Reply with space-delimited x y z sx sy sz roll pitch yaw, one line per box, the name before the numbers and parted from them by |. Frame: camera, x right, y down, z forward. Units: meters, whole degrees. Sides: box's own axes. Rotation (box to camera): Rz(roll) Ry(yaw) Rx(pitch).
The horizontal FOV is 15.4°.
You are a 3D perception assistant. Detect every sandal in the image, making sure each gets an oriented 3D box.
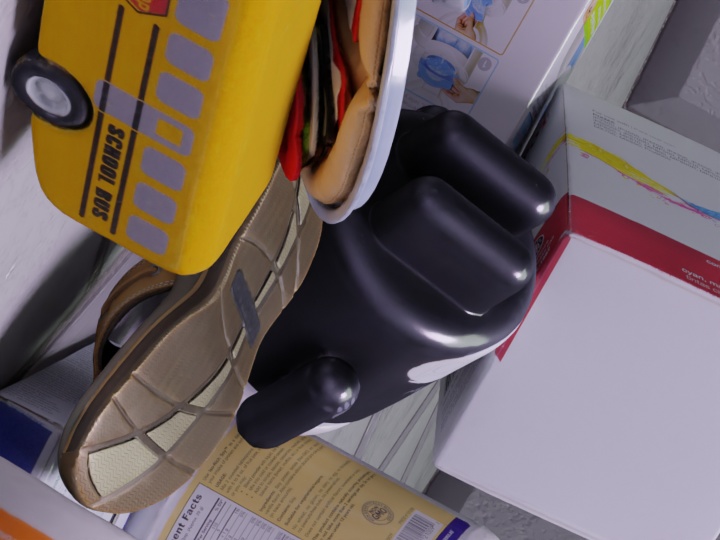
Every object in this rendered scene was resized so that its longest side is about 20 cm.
sandal | -0.075 0.020 1.087 0.080 0.054 0.200 77 32 -44

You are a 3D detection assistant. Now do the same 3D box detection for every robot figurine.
robot figurine | -0.002 0.000 1.235 0.150 0.125 0.200 -17 171 -43

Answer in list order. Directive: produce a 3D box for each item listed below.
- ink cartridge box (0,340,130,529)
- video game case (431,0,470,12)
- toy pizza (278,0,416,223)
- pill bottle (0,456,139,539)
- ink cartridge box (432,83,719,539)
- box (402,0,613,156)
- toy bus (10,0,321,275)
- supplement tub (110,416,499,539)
ink cartridge box | -0.151 0.127 1.157 0.197 0.043 0.200 -63 173 11
video game case | 0.077 -0.240 1.252 0.182 0.023 0.200 90 20 -77
toy pizza | -0.014 -0.116 0.915 0.200 0.032 0.200 -178 -90 -79
pill bottle | -0.160 0.165 0.950 0.200 0.114 0.114 -59 173 -8
ink cartridge box | 0.132 0.025 1.340 0.200 0.145 0.145 -82 -162 -64
box | 0.049 -0.104 1.402 0.200 0.101 0.112 -60 173 -3
toy bus | -0.056 -0.085 0.827 0.065 0.078 0.200 -56 172 -33
supplement tub | -0.045 0.150 1.306 0.145 0.200 0.145 -57 166 -22
